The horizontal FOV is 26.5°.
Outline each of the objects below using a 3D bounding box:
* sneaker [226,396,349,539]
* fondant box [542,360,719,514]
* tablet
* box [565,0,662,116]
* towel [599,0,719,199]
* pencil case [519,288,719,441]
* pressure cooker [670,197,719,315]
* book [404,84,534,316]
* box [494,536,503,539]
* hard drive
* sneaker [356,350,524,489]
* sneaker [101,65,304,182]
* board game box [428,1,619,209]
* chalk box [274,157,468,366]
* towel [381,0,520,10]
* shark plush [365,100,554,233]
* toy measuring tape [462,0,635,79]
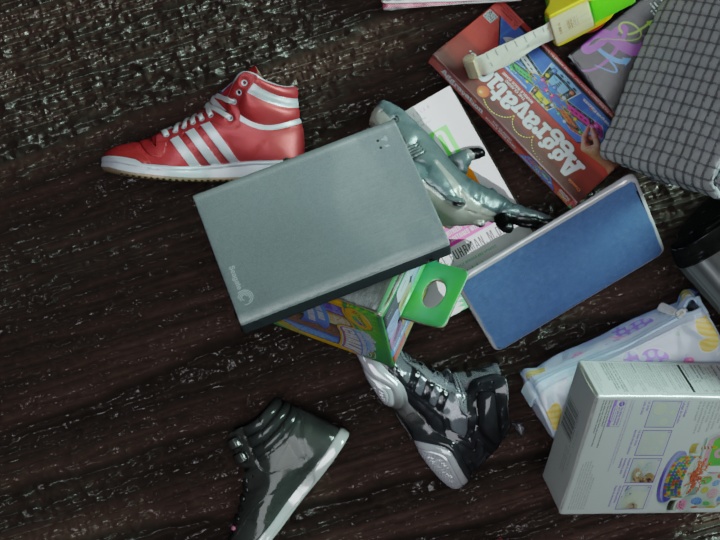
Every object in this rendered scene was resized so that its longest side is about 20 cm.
[{"bbox_3d":[-0.108,0.214,1.526,0.099,0.071,0.200,37,88,-1],"label":"sneaker"},{"bbox_3d":[0.290,0.162,1.470,0.199,0.058,0.145,3,123,-16],"label":"fondant box"},{"bbox_3d":[0.197,-0.006,1.494,0.200,0.014,0.130,-31,138,3],"label":"tablet"},{"bbox_3d":[0.323,-0.217,1.506,0.200,0.036,0.143,-38,93,2],"label":"box"},{"bbox_3d":[0.332,-0.164,1.405,0.085,0.165,0.201,21,92,-35],"label":"towel"},{"bbox_3d":[0.257,0.094,1.500,0.200,0.091,0.083,-27,69,4],"label":"pencil case"},{"bbox_3d":[0.420,-0.003,1.455,0.176,0.179,0.200,-40,94,23],"label":"pressure cooker"},{"bbox_3d":[0.082,-0.065,1.517,0.133,0.048,0.200,-30,94,8],"label":"book"},{"bbox_3d":[0.155,0.383,1.522,0.102,0.095,0.200,-34,93,3],"label":"box"},{"bbox_3d":[-0.036,-0.040,1.375,0.199,0.033,0.140,-21,64,-3],"label":"hard drive"},{"bbox_3d":[0.078,0.109,1.515,0.114,0.075,0.200,-35,99,2],"label":"sneaker"},{"bbox_3d":[-0.154,-0.144,1.495,0.199,0.071,0.113,-1,98,-7],"label":"sneaker"},{"bbox_3d":[0.170,-0.163,1.483,0.200,0.019,0.103,46,67,5],"label":"board game box"},{"bbox_3d":[0.000,0.000,1.439,0.199,0.124,0.125,21,68,15],"label":"chalk box"},{"bbox_3d":[0.084,-0.358,1.495,0.146,0.030,0.201,-4,87,-1],"label":"towel"},{"bbox_3d":[0.093,-0.090,1.458,0.199,0.091,0.083,21,71,9],"label":"shark plush"},{"bbox_3d":[0.180,-0.250,1.481,0.200,0.074,0.074,-27,94,-5],"label":"toy measuring tape"}]
